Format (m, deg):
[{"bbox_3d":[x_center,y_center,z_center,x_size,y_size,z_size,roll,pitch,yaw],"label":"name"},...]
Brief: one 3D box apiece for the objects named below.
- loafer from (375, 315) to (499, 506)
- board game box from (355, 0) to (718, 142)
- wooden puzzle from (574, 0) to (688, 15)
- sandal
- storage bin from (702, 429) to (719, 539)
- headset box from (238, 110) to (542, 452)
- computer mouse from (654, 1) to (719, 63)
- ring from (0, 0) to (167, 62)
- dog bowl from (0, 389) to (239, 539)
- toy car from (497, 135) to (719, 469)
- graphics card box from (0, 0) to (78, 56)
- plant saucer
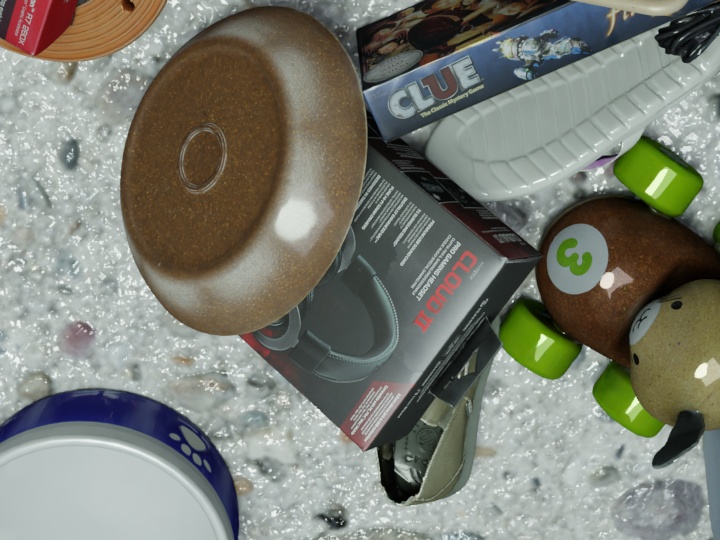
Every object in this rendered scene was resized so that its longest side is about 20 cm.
[{"bbox_3d":[0.044,0.071,0.898,0.075,0.070,0.201,10,113,28],"label":"loafer"},{"bbox_3d":[0.096,-0.148,0.795,0.199,0.136,0.035,-23,113,7],"label":"board game box"},{"bbox_3d":[0.103,-0.248,0.715,0.184,0.037,0.201,17,108,25],"label":"wooden puzzle"},{"bbox_3d":[0.139,-0.095,0.858,0.202,0.083,0.050,-25,151,9],"label":"sandal"},{"bbox_3d":[0.329,0.178,0.891,0.134,0.200,0.146,-12,110,-5],"label":"storage bin"},{"bbox_3d":[0.000,0.000,0.837,0.200,0.077,0.149,42,108,17],"label":"headset box"},{"bbox_3d":[0.256,-0.117,0.828,0.110,0.044,0.200,-40,136,5],"label":"computer mouse"},{"bbox_3d":[-0.197,-0.214,0.800,0.200,0.019,0.201,10,129,13],"label":"ring"},{"bbox_3d":[-0.184,0.187,0.947,0.199,0.079,0.201,0,110,0],"label":"dog bowl"},{"bbox_3d":[0.189,0.038,0.829,0.157,0.200,0.165,31,107,-11],"label":"toy car"},{"bbox_3d":[-0.243,-0.223,0.766,0.200,0.051,0.126,31,132,-3],"label":"graphics card box"},{"bbox_3d":[-0.082,-0.063,0.806,0.037,0.200,0.201,13,116,-49],"label":"plant saucer"}]
